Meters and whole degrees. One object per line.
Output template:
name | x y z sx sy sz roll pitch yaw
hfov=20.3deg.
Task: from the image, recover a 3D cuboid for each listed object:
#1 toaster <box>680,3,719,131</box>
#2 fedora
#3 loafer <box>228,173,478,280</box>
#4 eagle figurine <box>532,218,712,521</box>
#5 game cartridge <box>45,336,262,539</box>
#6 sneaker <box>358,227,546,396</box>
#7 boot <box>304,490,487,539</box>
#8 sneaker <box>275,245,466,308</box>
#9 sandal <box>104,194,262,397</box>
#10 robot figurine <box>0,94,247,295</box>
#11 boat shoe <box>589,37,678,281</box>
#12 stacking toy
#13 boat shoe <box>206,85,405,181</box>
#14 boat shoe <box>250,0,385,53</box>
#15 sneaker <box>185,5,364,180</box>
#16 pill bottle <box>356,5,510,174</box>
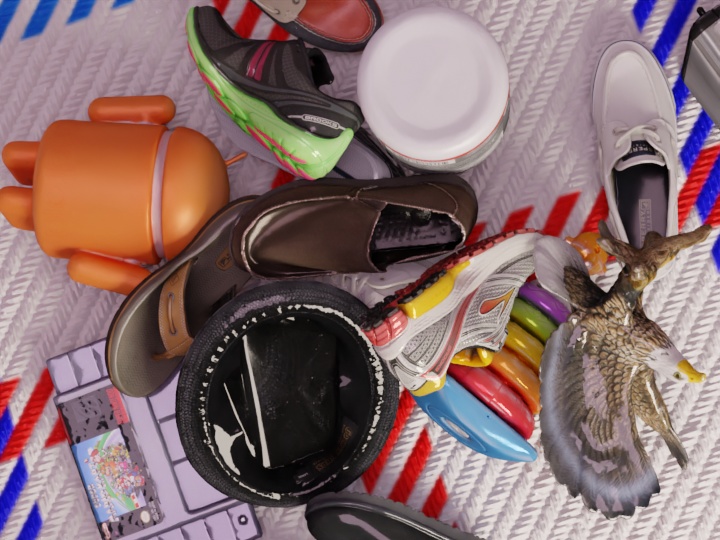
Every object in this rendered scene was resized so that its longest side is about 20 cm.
toaster | 0.352 -0.183 1.564 0.180 0.200 0.119 -34 81 1
fedora | -0.063 0.087 1.617 0.199 0.092 0.202 -5 114 -10
loafer | -0.005 -0.033 1.556 0.198 0.071 0.074 -12 112 0
eagle figurine | 0.205 0.073 1.558 0.150 0.151 0.202 1 115 -15
game cartridge | -0.173 0.148 1.671 0.129 0.038 0.201 -20 86 -1
sneaker | 0.082 0.030 1.553 0.200 0.078 0.083 -34 99 -38
boot | 0.020 0.286 1.570 0.164 0.066 0.201 18 56 -9
sneaker | 0.000 0.000 1.627 0.198 0.100 0.075 10 120 6
sandal | -0.128 0.027 1.605 0.200 0.082 0.055 -44 44 8
robot figurine | -0.193 -0.062 1.640 0.198 0.144 0.117 3 126 4
boat shoe | 0.224 -0.092 1.634 0.071 0.066 0.202 -1 87 4
stacking toy | 0.135 0.049 1.626 0.116 0.110 0.201 39 79 -10
boat shoe | -0.045 -0.108 1.656 0.200 0.071 0.072 41 104 24
boat shoe | -0.067 -0.249 1.666 0.199 0.063 0.071 37 88 4
sneaker | -0.068 -0.150 1.601 0.084 0.077 0.200 -40 59 -9
pill bottle | 0.061 -0.135 1.581 0.115 0.200 0.117 0 87 4
